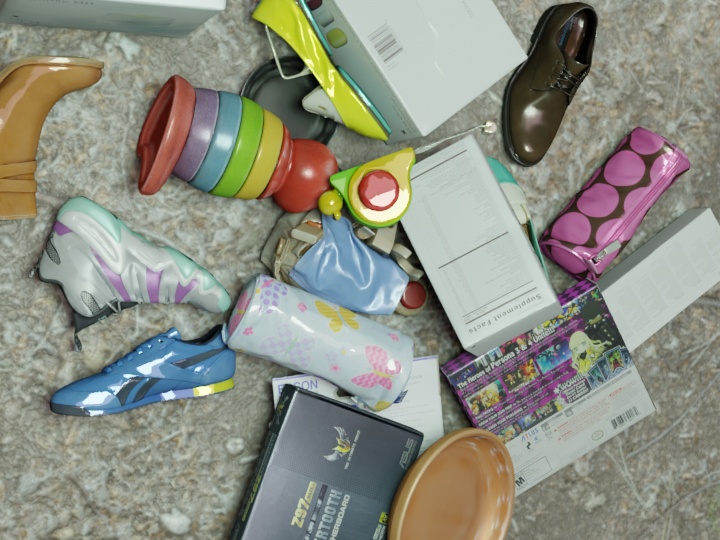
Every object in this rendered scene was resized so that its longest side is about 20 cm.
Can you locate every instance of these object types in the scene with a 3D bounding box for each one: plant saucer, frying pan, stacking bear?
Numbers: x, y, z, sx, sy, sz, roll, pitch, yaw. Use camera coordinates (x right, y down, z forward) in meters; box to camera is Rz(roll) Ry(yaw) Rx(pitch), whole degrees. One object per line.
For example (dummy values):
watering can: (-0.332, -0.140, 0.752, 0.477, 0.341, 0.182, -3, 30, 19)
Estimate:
plant saucer: (0.094, 0.265, 1.457, 0.200, 0.037, 0.201, -17, 114, -44)
frying pan: (-0.048, -0.155, 1.466, 0.190, 0.031, 0.115, 32, 82, -20)
stacking bear: (-0.118, -0.118, 1.388, 0.199, 0.122, 0.114, 18, 120, -21)

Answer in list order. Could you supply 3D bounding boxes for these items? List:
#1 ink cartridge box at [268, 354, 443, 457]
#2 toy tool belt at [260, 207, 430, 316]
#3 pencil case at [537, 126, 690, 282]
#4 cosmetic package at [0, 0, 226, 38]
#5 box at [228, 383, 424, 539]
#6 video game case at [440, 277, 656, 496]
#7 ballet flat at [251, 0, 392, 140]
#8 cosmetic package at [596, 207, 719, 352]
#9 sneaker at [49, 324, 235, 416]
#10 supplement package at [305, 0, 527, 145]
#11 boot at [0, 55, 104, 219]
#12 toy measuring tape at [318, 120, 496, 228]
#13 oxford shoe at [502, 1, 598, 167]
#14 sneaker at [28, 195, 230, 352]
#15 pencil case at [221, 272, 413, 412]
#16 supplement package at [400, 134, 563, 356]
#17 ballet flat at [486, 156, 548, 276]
ink cartridge box: (0.000, 0.202, 1.480, 0.197, 0.043, 0.201, -6, 95, -19)
toy tool belt: (0.000, 0.000, 1.436, 0.199, 0.123, 0.125, 25, 83, -18)
pencil case: (0.299, -0.076, 1.554, 0.091, 0.094, 0.200, 42, 77, -15)
cosmetic package: (-0.247, -0.304, 1.307, 0.198, 0.200, 0.124, 2, 90, -18)
box: (-0.039, 0.239, 1.418, 0.157, 0.051, 0.201, 22, 84, -18)
video game case: (0.215, 0.135, 1.523, 0.200, 0.036, 0.182, -31, 112, -4)
ballet flat: (-0.046, -0.209, 1.428, 0.067, 0.067, 0.200, -34, 99, 4)
cosmetic package: (0.351, 0.015, 1.595, 0.200, 0.051, 0.083, -35, 100, -15)
sneaker: (-0.226, 0.101, 1.387, 0.199, 0.066, 0.079, -11, 101, -23)
supplement package: (0.051, -0.264, 1.457, 0.156, 0.111, 0.200, -38, 101, -15)
boot: (-0.341, -0.129, 1.347, 0.199, 0.074, 0.155, -13, 94, -6)
toy measuring tape: (0.054, -0.090, 1.375, 0.199, 0.074, 0.074, -20, 97, -4)
oxford shoe: (0.217, -0.215, 1.530, 0.072, 0.084, 0.201, 18, 86, -20)
sneaker: (-0.246, 0.029, 1.383, 0.200, 0.078, 0.140, 30, 83, -8)
pencil case: (-0.042, 0.076, 1.404, 0.199, 0.083, 0.091, 25, 125, -14)
supplement package: (0.122, -0.023, 1.436, 0.113, 0.110, 0.201, -27, 78, 8)
ballet flat: (0.176, -0.038, 1.524, 0.067, 0.070, 0.201, -19, 96, -18)
